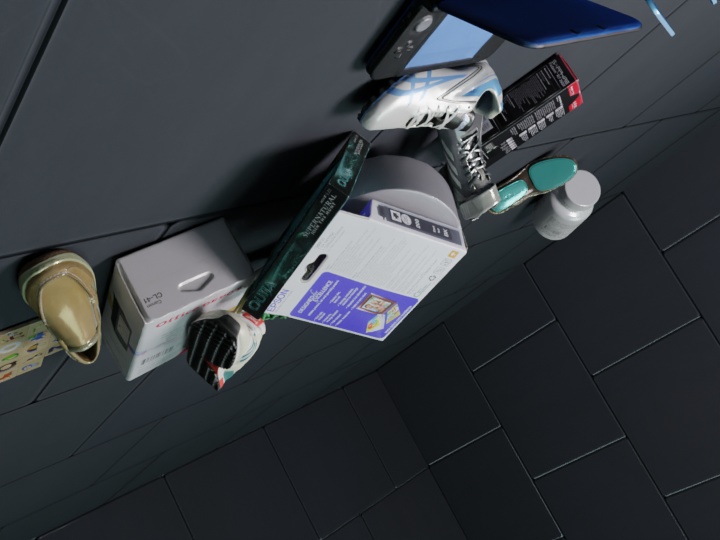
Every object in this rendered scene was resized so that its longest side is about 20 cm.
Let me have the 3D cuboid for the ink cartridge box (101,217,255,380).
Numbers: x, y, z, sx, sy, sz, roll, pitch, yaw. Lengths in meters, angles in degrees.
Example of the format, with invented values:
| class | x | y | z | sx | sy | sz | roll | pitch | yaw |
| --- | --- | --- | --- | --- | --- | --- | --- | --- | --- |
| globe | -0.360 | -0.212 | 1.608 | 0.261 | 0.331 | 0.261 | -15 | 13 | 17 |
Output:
| class | x | y | z | sx | sy | sz | roll | pitch | yaw |
| --- | --- | --- | --- | --- | --- | --- | --- | --- | --- |
| ink cartridge box | -0.225 | 0.038 | 0.970 | 0.146 | 0.087 | 0.200 | -26 | 166 | -32 |

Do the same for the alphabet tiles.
| class | x | y | z | sx | sy | sz | roll | pitch | yaw |
| --- | --- | --- | --- | --- | --- | --- | --- | --- | --- |
| alphabet tiles | -0.428 | 0.106 | 0.938 | 0.198 | 0.006 | 0.166 | -23 | 166 | -36 |

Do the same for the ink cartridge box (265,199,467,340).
| class | x | y | z | sx | sy | sz | roll | pitch | yaw |
| --- | --- | --- | --- | --- | --- | --- | --- | --- | --- |
| ink cartridge box | 0.000 | 0.000 | 1.004 | 0.197 | 0.044 | 0.199 | 15 | 134 | -32 |

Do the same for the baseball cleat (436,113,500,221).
| class | x | y | z | sx | sy | sz | roll | pitch | yaw |
| --- | --- | --- | --- | --- | --- | --- | --- | --- | --- |
| baseball cleat | 0.145 | -0.139 | 1.023 | 0.069 | 0.107 | 0.201 | -32 | 153 | -11 |

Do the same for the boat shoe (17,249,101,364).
| class | x | y | z | sx | sy | sz | roll | pitch | yaw |
| --- | --- | --- | --- | --- | --- | --- | --- | --- | --- |
| boat shoe | -0.297 | 0.046 | 0.835 | 0.071 | 0.077 | 0.201 | -25 | 164 | -14 |

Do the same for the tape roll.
| class | x | y | z | sx | sy | sz | roll | pitch | yaw |
| --- | --- | --- | --- | --- | --- | --- | --- | --- | --- |
| tape roll | 0.031 | -0.050 | 1.046 | 0.195 | 0.067 | 0.203 | -4 | 136 | -4 |

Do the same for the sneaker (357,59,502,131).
| class | x | y | z | sx | sy | sz | roll | pitch | yaw |
| --- | --- | --- | --- | --- | --- | --- | --- | --- | --- |
| sneaker | 0.083 | -0.182 | 0.876 | 0.197 | 0.074 | 0.072 | -22 | 168 | -34 |

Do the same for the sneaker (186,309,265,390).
| class | x | y | z | sx | sy | sz | roll | pitch | yaw |
| --- | --- | --- | --- | --- | --- | --- | --- | --- | --- |
| sneaker | -0.155 | 0.074 | 0.973 | 0.094 | 0.070 | 0.200 | -48 | 176 | -28 |

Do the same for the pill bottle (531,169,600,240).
| class | x | y | z | sx | sy | sz | roll | pitch | yaw |
| --- | --- | --- | --- | --- | --- | --- | --- | --- | --- |
| pill bottle | 0.496 | -0.159 | 1.936 | 0.113 | 0.116 | 0.200 | -27 | 168 | -15 |

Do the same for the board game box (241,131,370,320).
| class | x | y | z | sx | sy | sz | roll | pitch | yaw |
| --- | --- | --- | --- | --- | --- | --- | --- | --- | --- |
| board game box | -0.062 | -0.052 | 0.919 | 0.201 | 0.028 | 0.136 | -51 | -168 | 32 |

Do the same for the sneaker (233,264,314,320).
| class | x | y | z | sx | sy | sz | roll | pitch | yaw |
| --- | --- | --- | --- | --- | --- | --- | --- | --- | --- |
| sneaker | -0.117 | 0.039 | 1.125 | 0.201 | 0.088 | 0.077 | -50 | 175 | -31 |

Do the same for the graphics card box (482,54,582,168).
| class | x | y | z | sx | sy | sz | roll | pitch | yaw |
| --- | --- | --- | --- | --- | --- | --- | --- | --- | --- |
| graphics card box | 0.215 | -0.213 | 1.141 | 0.198 | 0.051 | 0.125 | -35 | 168 | 15 |

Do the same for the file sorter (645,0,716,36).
| class | x | y | z | sx | sy | sz | roll | pitch | yaw |
| --- | --- | --- | --- | --- | --- | --- | --- | --- | --- |
| file sorter | 0.330 | -0.335 | 0.741 | 0.199 | 0.124 | 0.138 | -37 | 168 | 26 |

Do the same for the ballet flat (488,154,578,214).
| class | x | y | z | sx | sy | sz | roll | pitch | yaw |
| --- | --- | --- | --- | --- | --- | --- | --- | --- | --- |
| ballet flat | 0.333 | -0.176 | 1.605 | 0.197 | 0.069 | 0.075 | -27 | -169 | 7 |

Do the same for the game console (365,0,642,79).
| class | x | y | z | sx | sy | sz | roll | pitch | yaw |
| --- | --- | --- | --- | --- | --- | --- | --- | --- | --- |
| game console | 0.134 | -0.211 | 0.765 | 0.198 | 0.120 | 0.171 | -20 | 165 | -40 |
